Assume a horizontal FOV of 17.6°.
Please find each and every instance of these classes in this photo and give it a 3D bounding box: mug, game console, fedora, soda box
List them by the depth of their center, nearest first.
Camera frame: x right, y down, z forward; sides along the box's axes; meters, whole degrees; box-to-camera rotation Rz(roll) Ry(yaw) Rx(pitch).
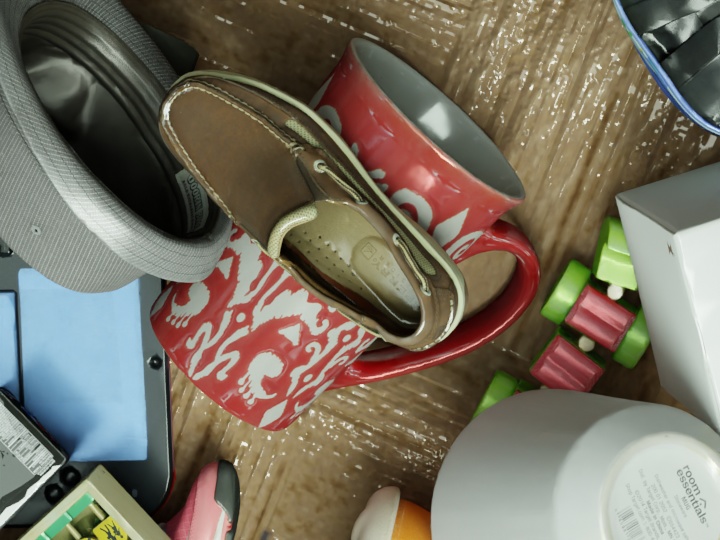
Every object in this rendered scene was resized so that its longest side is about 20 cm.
[{"bbox_3d":[0.149,0.139,1.250,0.185,0.153,0.151,20,76,-16],"label":"mug"},{"bbox_3d":[-0.160,-0.067,1.278,0.090,0.177,0.201,-34,98,25],"label":"fedora"},{"bbox_3d":[-0.004,0.000,1.335,0.177,0.133,0.200,43,104,3],"label":"mug"},{"bbox_3d":[-0.261,0.158,1.357,0.200,0.071,0.063,-45,91,-6],"label":"soda box"},{"bbox_3d":[-0.201,0.056,1.407,0.175,0.031,0.202,-2,96,-1],"label":"game console"}]

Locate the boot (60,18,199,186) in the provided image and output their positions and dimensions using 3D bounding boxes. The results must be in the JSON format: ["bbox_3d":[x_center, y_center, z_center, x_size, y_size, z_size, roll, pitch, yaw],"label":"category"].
[{"bbox_3d":[-0.211,-0.101,1.362,0.198,0.077,0.139,20,86,6],"label":"boot"}]

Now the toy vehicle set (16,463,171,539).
[{"bbox_3d":[-0.180,0.223,1.371,0.200,0.027,0.124,-43,94,20],"label":"toy vehicle set"}]

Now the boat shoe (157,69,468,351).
[{"bbox_3d":[-0.029,-0.034,1.232,0.202,0.075,0.075,37,108,7],"label":"boat shoe"}]

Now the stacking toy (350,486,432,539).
[{"bbox_3d":[0.080,0.218,1.346,0.198,0.146,0.147,15,99,1],"label":"stacking toy"}]

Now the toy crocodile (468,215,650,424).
[{"bbox_3d":[0.118,0.060,1.357,0.067,0.062,0.201,31,101,3],"label":"toy crocodile"}]

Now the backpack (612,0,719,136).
[{"bbox_3d":[0.238,-0.168,1.266,0.199,0.147,0.184,-32,91,6],"label":"backpack"}]

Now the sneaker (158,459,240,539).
[{"bbox_3d":[-0.135,0.199,1.397,0.086,0.074,0.201,23,103,-5],"label":"sneaker"}]

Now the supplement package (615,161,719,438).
[{"bbox_3d":[0.258,-0.006,1.267,0.198,0.120,0.122,-17,105,-6],"label":"supplement package"}]
